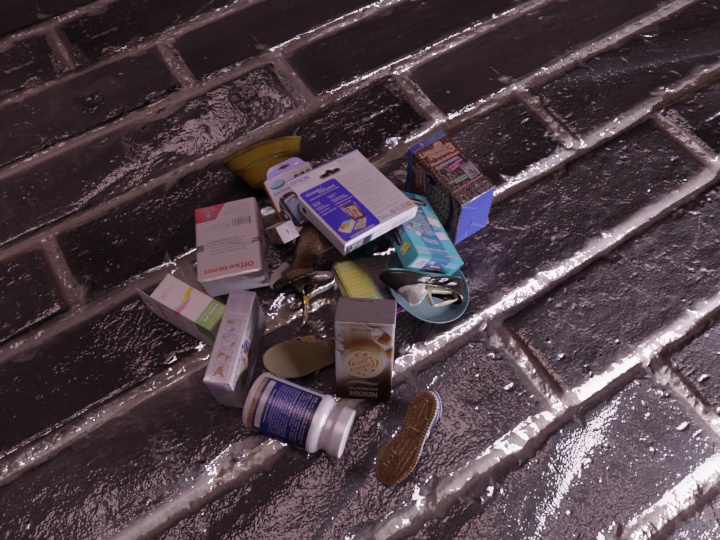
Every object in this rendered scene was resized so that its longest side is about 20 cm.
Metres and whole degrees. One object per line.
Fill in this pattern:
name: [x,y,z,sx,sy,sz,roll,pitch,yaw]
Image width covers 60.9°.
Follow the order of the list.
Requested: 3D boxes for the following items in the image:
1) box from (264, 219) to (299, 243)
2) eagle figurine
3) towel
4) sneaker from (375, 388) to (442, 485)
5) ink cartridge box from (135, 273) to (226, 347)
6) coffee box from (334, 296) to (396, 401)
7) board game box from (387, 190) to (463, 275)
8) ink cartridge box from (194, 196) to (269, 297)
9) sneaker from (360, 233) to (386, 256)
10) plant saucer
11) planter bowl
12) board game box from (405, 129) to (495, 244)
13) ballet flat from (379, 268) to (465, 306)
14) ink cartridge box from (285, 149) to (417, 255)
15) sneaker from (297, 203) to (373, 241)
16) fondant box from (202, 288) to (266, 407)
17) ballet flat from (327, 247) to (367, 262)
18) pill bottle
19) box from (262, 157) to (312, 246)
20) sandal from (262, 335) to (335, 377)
box: [-0.177,-0.084,1.355,0.039,0.200,0.042,-28,100,-13]
eagle figurine: [-0.119,-0.001,1.295,0.151,0.200,0.152,-24,60,-12]
towel: [0.029,0.035,1.300,0.200,0.023,0.144,-13,73,-48]
sneaker: [0.100,0.319,1.193,0.070,0.108,0.200,28,95,14]
ink cartridge box: [-0.368,0.082,1.303,0.200,0.117,0.067,27,63,15]
coffee box: [0.010,0.156,1.198,0.114,0.200,0.080,3,35,5]
board game box: [0.122,-0.087,1.341,0.151,0.047,0.200,8,47,-42]
ink cartridge box: [-0.293,-0.053,1.393,0.146,0.083,0.200,-11,61,1]
sneaker: [0.017,-0.100,1.441,0.200,0.074,0.087,-43,36,-14]
plant saucer: [0.143,0.032,1.338,0.200,0.027,0.201,13,52,-17]
planter bowl: [-0.221,-0.248,1.475,0.200,0.200,0.084,-21,92,-10]
board game box: [0.203,-0.192,1.421,0.097,0.160,0.200,-30,63,-15]
ballet flat: [0.135,0.038,1.272,0.199,0.068,0.069,6,63,-21]
ink cartridge box: [-0.020,-0.145,1.260,0.198,0.043,0.200,-30,65,-29]
sneaker: [-0.041,-0.133,1.382,0.200,0.070,0.100,18,59,15]
fondant box: [-0.250,0.158,1.241,0.058,0.144,0.200,7,61,5]
ballet flat: [0.000,0.000,1.363,0.200,0.065,0.071,51,44,-4]
pill bottle: [-0.116,0.282,1.184,0.199,0.116,0.116,18,62,12]
box: [-0.141,-0.158,1.424,0.119,0.041,0.200,-27,94,-13]
sandal: [-0.108,0.172,1.284,0.211,0.070,0.078,-9,96,-22]
